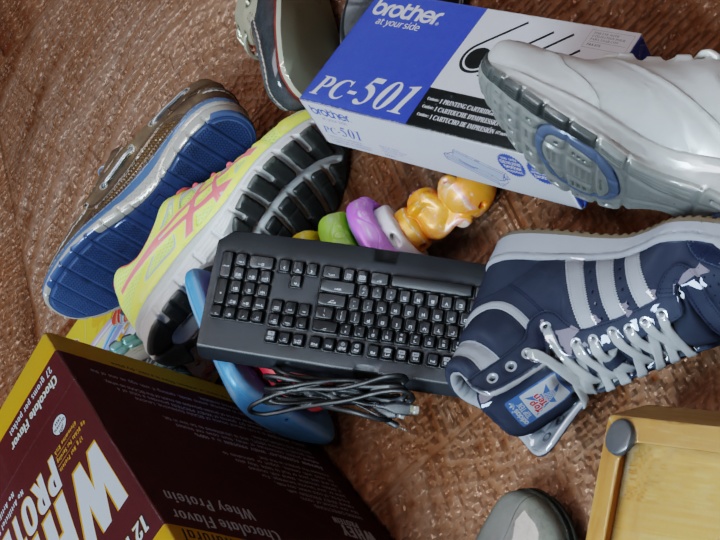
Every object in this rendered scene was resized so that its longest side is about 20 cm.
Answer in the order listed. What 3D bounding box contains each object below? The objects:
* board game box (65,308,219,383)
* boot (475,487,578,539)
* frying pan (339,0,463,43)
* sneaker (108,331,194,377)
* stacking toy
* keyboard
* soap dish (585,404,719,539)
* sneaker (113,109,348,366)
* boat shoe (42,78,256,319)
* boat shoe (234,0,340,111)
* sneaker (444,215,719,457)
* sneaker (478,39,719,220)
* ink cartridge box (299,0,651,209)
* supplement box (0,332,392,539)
[{"bbox_3d":[-0.157,0.058,1.093,0.201,0.034,0.135,-53,43,17],"label":"board game box"},{"bbox_3d":[0.029,0.198,0.757,0.067,0.130,0.202,24,91,48],"label":"boot"},{"bbox_3d":[0.031,-0.145,0.986,0.115,0.031,0.191,-40,45,30],"label":"frying pan"},{"bbox_3d":[-0.174,0.139,0.982,0.086,0.078,0.201,30,85,35],"label":"sneaker"},{"bbox_3d":[0.000,0.000,0.912,0.199,0.116,0.110,-39,51,14],"label":"stacking toy"},{"bbox_3d":[0.006,0.035,0.840,0.198,0.040,0.105,7,77,9],"label":"keyboard"},{"bbox_3d":[0.182,0.140,0.656,0.199,0.081,0.159,2,75,46],"label":"soap dish"},{"bbox_3d":[-0.092,-0.038,0.998,0.200,0.078,0.090,-47,48,-8],"label":"sneaker"},{"bbox_3d":[-0.152,-0.050,1.063,0.200,0.072,0.073,-43,41,12],"label":"boat shoe"},{"bbox_3d":[-0.057,-0.181,1.054,0.062,0.071,0.201,-25,46,22],"label":"boat shoe"},{"bbox_3d":[0.125,0.036,0.747,0.199,0.070,0.109,0,52,49],"label":"sneaker"},{"bbox_3d":[0.154,-0.071,0.748,0.198,0.075,0.088,24,74,9],"label":"sneaker"},{"bbox_3d":[0.065,-0.104,0.875,0.199,0.044,0.094,18,65,42],"label":"ink cartridge box"},{"bbox_3d":[-0.099,0.165,0.860,0.133,0.196,0.200,-57,43,12],"label":"supplement box"}]
